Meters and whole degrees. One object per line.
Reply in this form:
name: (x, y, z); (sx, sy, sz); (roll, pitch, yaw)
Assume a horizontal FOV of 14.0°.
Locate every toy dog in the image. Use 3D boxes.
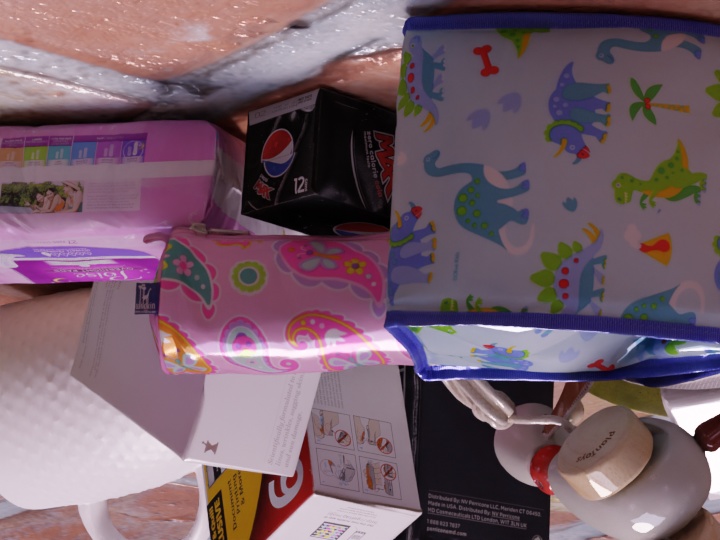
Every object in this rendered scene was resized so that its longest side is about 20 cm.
toy dog: (0.139, 0.089, 1.550); (0.200, 0.096, 0.132); (40, 168, 49)

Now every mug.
mug: (-0.160, 0.107, 2.043); (0.174, 0.201, 0.147); (-11, -177, 28)

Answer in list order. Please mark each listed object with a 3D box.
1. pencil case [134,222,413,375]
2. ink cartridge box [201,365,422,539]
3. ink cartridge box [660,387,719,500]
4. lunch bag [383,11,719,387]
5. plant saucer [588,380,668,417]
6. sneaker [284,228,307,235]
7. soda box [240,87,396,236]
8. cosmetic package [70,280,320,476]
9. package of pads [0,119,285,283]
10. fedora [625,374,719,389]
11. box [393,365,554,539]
pencil case: (-0.021, 0.015, 1.619); (0.198, 0.088, 0.087); (-1, 165, 4)
ink cartridge box: (-0.050, 0.106, 1.895); (0.083, 0.201, 0.176); (12, 141, -29)
ink cartridge box: (0.275, 0.034, 1.618); (0.199, 0.145, 0.085); (-11, 129, 20)
lunch bag: (0.120, -0.035, 1.476); (0.198, 0.171, 0.127); (-2, 163, 14)
plant saucer: (0.237, 0.055, 1.914); (0.198, 0.031, 0.200); (1, -164, 0)
sneaker: (0.000, 0.000, 1.775); (0.099, 0.078, 0.200); (-7, 160, 31)
soda box: (0.029, -0.044, 1.677); (0.199, 0.064, 0.071); (16, 160, -39)
cosmetic package: (-0.101, 0.046, 1.830); (0.081, 0.114, 0.200); (12, -171, -30)
package of pads: (-0.151, -0.039, 1.721); (0.199, 0.076, 0.120); (-2, 163, 21)
fedora: (0.183, -0.024, 1.595); (0.200, 0.177, 0.091); (35, 157, 51)
box: (0.030, 0.104, 1.965); (0.123, 0.200, 0.200); (11, 164, -32)
